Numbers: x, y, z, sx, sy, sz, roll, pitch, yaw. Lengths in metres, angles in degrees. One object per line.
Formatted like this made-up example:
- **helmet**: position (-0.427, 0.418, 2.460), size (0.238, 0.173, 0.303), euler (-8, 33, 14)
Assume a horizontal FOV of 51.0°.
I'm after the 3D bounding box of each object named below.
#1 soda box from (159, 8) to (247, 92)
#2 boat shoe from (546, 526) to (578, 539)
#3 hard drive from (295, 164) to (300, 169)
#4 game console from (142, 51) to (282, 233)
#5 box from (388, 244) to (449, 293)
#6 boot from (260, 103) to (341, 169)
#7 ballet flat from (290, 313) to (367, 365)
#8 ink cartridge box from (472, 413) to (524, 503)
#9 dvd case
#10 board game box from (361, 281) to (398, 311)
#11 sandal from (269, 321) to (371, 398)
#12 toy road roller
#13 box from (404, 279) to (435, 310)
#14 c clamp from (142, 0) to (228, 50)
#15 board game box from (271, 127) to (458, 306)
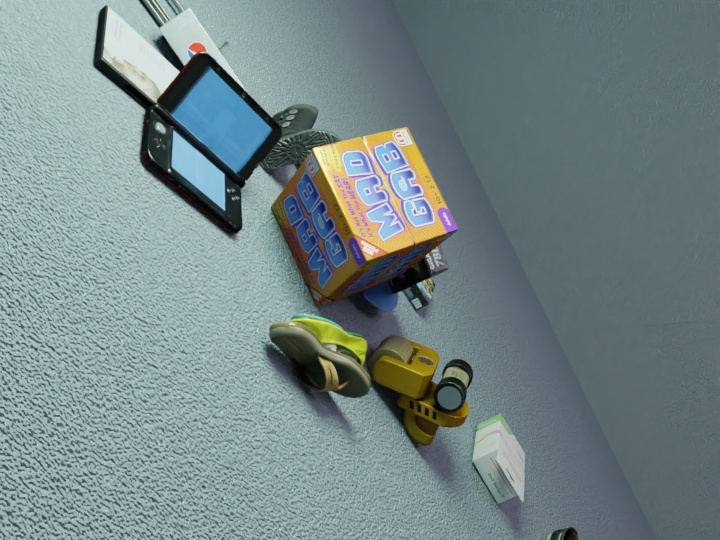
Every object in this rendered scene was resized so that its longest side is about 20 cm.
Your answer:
- **soda box**: position (-0.254, -0.337, 1.281), size (0.201, 0.063, 0.068), euler (55, -3, -13)
- **boat shoe**: position (0.455, 0.641, 1.698), size (0.072, 0.067, 0.200), euler (62, 21, -1)
- **hard drive**: position (-0.062, -0.190, 1.558), size (0.139, 0.033, 0.202), euler (-6, 67, -46)
- **game console**: position (-0.212, -0.188, 1.128), size (0.200, 0.118, 0.173), euler (41, 27, -41)
- **box**: position (0.076, -0.068, 1.448), size (0.202, 0.049, 0.198), euler (68, -23, 3)
- **boot**: position (-0.104, -0.263, 1.444), size (0.201, 0.163, 0.066), euler (-78, 163, -62)
- **ballet flat**: position (-0.045, 0.121, 1.203), size (0.200, 0.066, 0.068), euler (30, 57, -58)
- **ink cartridge box**: position (0.298, 0.412, 1.622), size (0.118, 0.067, 0.200), euler (58, 19, -7)
- **dvd case**: position (-0.321, -0.296, 1.157), size (0.200, 0.017, 0.144), euler (41, 27, -44)
- **board game box**: position (0.000, 0.000, 1.507), size (0.201, 0.039, 0.158), euler (63, 25, 10)
- **sandal**: position (-0.064, 0.144, 1.110), size (0.200, 0.080, 0.054), euler (43, 41, -37)
- **toy road roller**: position (0.103, 0.224, 1.376), size (0.198, 0.147, 0.123), euler (24, 19, 9)
- **box**: position (0.104, -0.018, 1.778), size (0.201, 0.037, 0.137), euler (57, 20, -9)
- **c clamp**: position (-0.328, -0.457, 1.358), size (0.201, 0.027, 0.172), euler (52, 26, -26)
- **board game box**: position (0.002, -0.091, 1.286), size (0.199, 0.200, 0.201), euler (-19, 77, -34)
